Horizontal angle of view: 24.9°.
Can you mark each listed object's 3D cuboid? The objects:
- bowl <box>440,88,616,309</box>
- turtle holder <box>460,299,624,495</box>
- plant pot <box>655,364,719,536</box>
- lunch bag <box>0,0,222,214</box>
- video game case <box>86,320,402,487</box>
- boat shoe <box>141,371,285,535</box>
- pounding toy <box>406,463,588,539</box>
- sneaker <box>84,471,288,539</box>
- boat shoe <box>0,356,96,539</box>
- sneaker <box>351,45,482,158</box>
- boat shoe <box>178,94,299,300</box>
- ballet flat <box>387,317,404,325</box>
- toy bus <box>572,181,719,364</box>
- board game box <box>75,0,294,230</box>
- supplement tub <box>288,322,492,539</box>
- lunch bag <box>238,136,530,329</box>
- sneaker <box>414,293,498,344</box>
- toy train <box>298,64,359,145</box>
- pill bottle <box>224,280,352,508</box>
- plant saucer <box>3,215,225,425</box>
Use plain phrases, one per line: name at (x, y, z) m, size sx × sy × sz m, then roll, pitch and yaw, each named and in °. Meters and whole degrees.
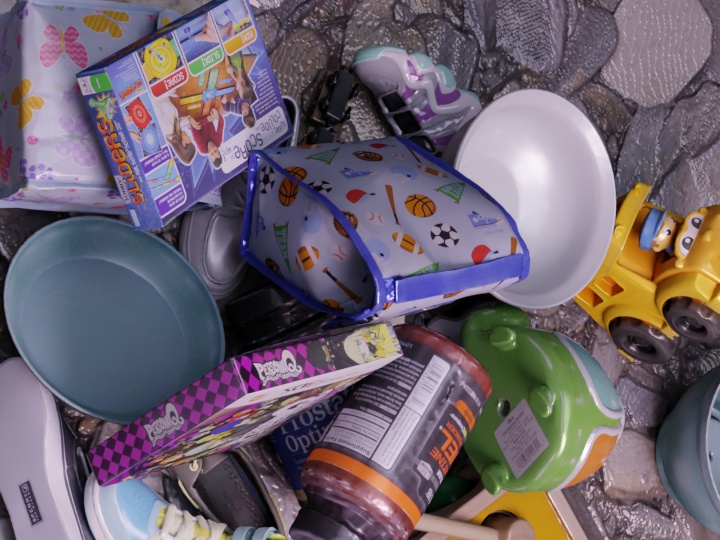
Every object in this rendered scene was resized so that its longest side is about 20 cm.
bowl at (0.136, -0.065, 1.515) m, size 0.200 × 0.090 × 0.202 m, roll 1°, pitch 89°, yaw -36°
turtle holder at (0.150, 0.116, 1.446) m, size 0.131 × 0.185 × 0.142 m, roll 6°, pitch 105°, yaw -37°
plant pot at (0.384, 0.185, 1.650) m, size 0.199 × 0.134 × 0.202 m, roll 5°, pitch 79°, yaw -28°
lunch bag at (-0.209, -0.138, 1.392) m, size 0.199 × 0.127 × 0.171 m, roll 3°, pitch 81°, yaw -34°
video game case at (-0.091, 0.105, 1.293) m, size 0.181 × 0.200 × 0.036 m, roll -10°, pitch 72°, yaw -49°
boat shoe at (-0.131, 0.169, 1.415) m, size 0.072 × 0.060 × 0.202 m, roll -38°, pitch 100°, yaw -28°
pounding toy at (0.110, 0.259, 1.483) m, size 0.184 × 0.142 × 0.201 m, roll -32°, pitch 97°, yaw -29°
sneaker at (-0.128, 0.222, 1.344) m, size 0.200 × 0.130 × 0.080 m, roll 53°, pitch 34°, yaw -31°
boat shoe at (-0.253, 0.169, 1.349) m, size 0.068 × 0.072 × 0.201 m, roll 7°, pitch 60°, yaw -61°
sneaker at (0.061, -0.117, 1.560) m, size 0.199 × 0.078 × 0.141 m, roll 29°, pitch 68°, yaw -21°
boat shoe at (-0.102, -0.069, 1.468) m, size 0.072 × 0.068 × 0.201 m, roll 32°, pitch 67°, yaw -20°
ballet flat at (0.000, 0.000, 1.515) m, size 0.075 × 0.064 × 0.201 m, roll -20°, pitch 92°, yaw -30°
toy bus at (0.274, -0.022, 1.598) m, size 0.192 × 0.200 × 0.136 m, roll 36°, pitch 64°, yaw -10°
board game box at (-0.139, -0.136, 1.349) m, size 0.200 × 0.034 × 0.136 m, roll -40°, pitch 117°, yaw -50°
supplement tub at (0.021, 0.151, 1.348) m, size 0.107 × 0.107 × 0.201 m, roll 39°, pitch 69°, yaw -17°
lunch bag at (0.020, -0.025, 1.367) m, size 0.169 × 0.200 × 0.125 m, roll -12°, pitch 119°, yaw -36°
sneaker at (0.142, 0.063, 1.565) m, size 0.199 × 0.078 × 0.141 m, roll -4°, pitch 83°, yaw -29°
toy train at (-0.043, -0.106, 1.508) m, size 0.034 × 0.046 × 0.201 m, roll 28°, pitch 61°, yaw -17°
pill bottle at (-0.042, 0.103, 1.446) m, size 0.112 × 0.112 × 0.201 m, roll -27°, pitch 94°, yaw -29°
plant saucer at (-0.211, 0.048, 1.378) m, size 0.199 × 0.036 × 0.201 m, roll 19°, pitch 50°, yaw -24°
